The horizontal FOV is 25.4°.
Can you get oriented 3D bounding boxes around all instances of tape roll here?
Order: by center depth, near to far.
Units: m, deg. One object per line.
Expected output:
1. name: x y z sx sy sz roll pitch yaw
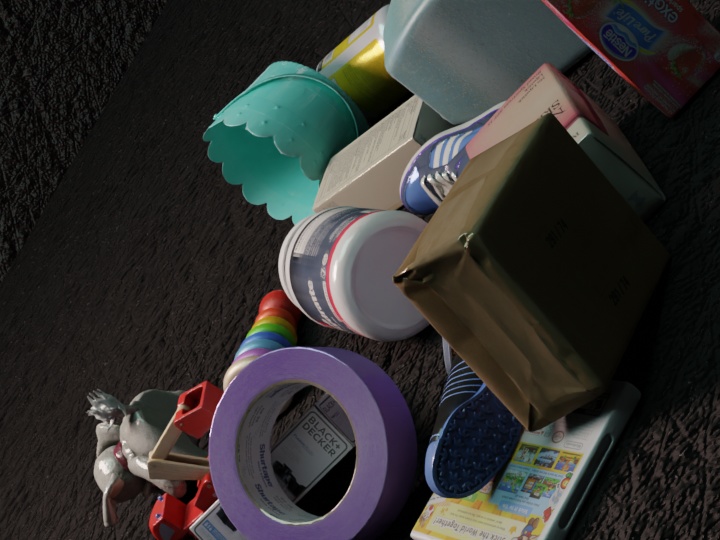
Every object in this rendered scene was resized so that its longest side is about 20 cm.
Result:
1. tape roll: -0.047 0.174 1.544 0.199 0.066 0.202 -2 85 29

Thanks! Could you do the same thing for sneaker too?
1. sneaker: 0.105 0.119 1.430 0.201 0.070 0.078 -59 15 -24
2. sneaker: 0.115 -0.097 1.768 0.200 0.081 0.147 -34 24 28

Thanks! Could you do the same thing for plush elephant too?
1. plush elephant: -0.257 0.231 1.944 0.165 0.199 0.155 -95 28 -50

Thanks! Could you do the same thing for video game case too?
1. video game case: 0.140 0.172 1.391 0.183 0.023 0.200 -59 23 -14

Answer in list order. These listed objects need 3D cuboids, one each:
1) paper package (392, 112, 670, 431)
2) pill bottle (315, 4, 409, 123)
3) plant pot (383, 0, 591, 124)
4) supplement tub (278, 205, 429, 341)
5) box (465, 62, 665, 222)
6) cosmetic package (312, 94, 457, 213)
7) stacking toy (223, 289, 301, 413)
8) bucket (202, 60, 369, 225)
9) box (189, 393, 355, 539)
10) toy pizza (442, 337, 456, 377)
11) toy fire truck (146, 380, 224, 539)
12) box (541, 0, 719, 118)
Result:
1. paper package: 0.150 0.000 1.367 0.103 0.191 0.200 -30 18 41
2. pill bottle: 0.038 -0.292 2.180 0.200 0.112 0.112 -35 28 38
3. plant pot: 0.131 -0.293 1.879 0.200 0.195 0.197 -44 23 23
4. supplement tub: 0.000 0.000 1.775 0.141 0.140 0.200 -57 22 -10
5. box: 0.195 -0.097 1.567 0.128 0.109 0.200 -46 22 15
6. cosmetic package: 0.036 -0.132 1.995 0.200 0.073 0.104 -32 29 42
7. stacking toy: -0.111 0.093 1.958 0.085 0.085 0.200 -42 18 26
8. bucket: -0.093 -0.173 2.158 0.135 0.207 0.207 -55 21 -23
9. box: -0.077 0.210 1.665 0.200 0.060 0.117 -46 -4 17
10. toy pizza: 0.109 0.013 1.532 0.031 0.201 0.201 2 45 13
11. toy fire truck: -0.191 0.229 1.813 0.200 0.141 0.049 -42 24 25
12. box: 0.255 -0.255 1.560 0.096 0.200 0.100 -47 22 10
